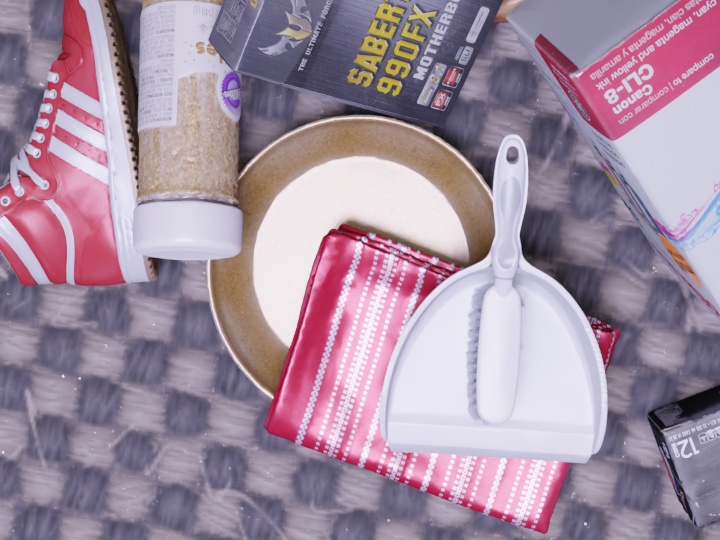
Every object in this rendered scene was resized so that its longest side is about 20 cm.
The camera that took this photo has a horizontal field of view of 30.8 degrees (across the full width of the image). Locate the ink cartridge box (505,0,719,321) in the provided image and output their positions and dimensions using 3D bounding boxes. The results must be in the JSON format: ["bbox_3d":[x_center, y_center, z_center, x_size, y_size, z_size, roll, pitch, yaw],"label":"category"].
[{"bbox_3d":[0.206,-0.094,0.747,0.144,0.146,0.200,-36,114,7],"label":"ink cartridge box"}]

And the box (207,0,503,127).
[{"bbox_3d":[0.020,-0.196,0.762,0.157,0.048,0.201,10,115,-36],"label":"box"}]

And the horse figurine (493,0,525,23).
[{"bbox_3d":[0.164,-0.206,0.815,0.198,0.050,0.134,12,99,0],"label":"horse figurine"}]

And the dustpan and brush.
[{"bbox_3d":[0.083,0.020,0.779,0.138,0.057,0.202,3,96,3],"label":"dustpan and brush"}]

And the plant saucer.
[{"bbox_3d":[0.000,0.000,0.852,0.198,0.035,0.202,0,96,4],"label":"plant saucer"}]

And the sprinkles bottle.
[{"bbox_3d":[-0.106,-0.110,0.813,0.067,0.068,0.202,0,83,3],"label":"sprinkles bottle"}]

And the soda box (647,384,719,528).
[{"bbox_3d":[0.290,0.092,0.830,0.198,0.063,0.071,-22,94,6],"label":"soda box"}]

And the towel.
[{"bbox_3d":[0.049,0.069,0.828,0.198,0.022,0.146,20,97,1],"label":"towel"}]

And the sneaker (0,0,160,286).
[{"bbox_3d":[-0.198,-0.086,0.839,0.111,0.071,0.202,-7,97,1],"label":"sneaker"}]
